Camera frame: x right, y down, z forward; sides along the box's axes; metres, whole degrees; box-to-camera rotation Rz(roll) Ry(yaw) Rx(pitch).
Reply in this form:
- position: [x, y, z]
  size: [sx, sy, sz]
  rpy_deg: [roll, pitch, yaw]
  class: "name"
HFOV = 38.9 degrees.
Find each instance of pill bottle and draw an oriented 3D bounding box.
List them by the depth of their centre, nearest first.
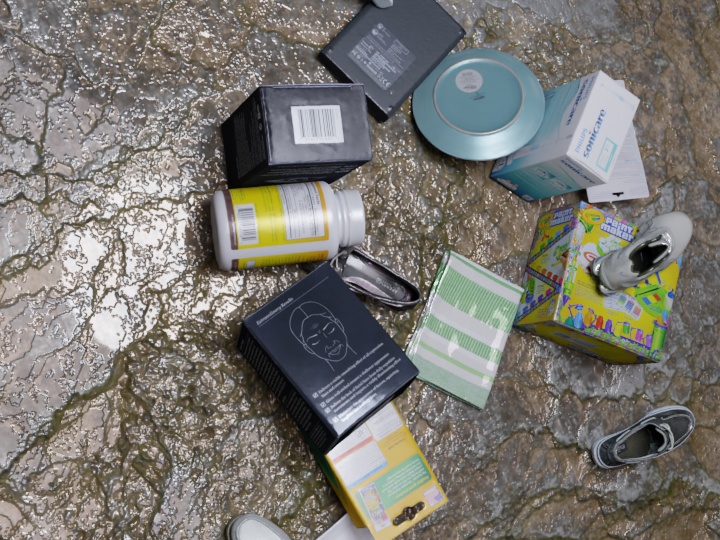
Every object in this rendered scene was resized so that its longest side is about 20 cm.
- position: [-0.099, -0.063, 1.384]
  size: [0.200, 0.109, 0.109]
  rpy_deg: [-6, 86, -12]
  class: "pill bottle"

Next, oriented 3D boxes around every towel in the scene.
- position: [0.157, 0.088, 1.535]
  size: [0.152, 0.023, 0.200]
  rpy_deg: [27, 74, -18]
  class: "towel"

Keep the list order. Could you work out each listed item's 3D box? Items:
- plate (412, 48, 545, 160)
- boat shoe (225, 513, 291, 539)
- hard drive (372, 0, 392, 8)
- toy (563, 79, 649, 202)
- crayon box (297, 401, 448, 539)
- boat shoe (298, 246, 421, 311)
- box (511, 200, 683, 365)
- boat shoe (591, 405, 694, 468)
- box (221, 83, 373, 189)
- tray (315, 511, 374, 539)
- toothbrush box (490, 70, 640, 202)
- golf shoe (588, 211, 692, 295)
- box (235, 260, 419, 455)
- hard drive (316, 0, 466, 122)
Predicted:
- position: [0.177, -0.257, 1.532]
  size: [0.200, 0.026, 0.200]
  rpy_deg: [-2, 67, 4]
  class: "plate"
- position: [-0.098, 0.404, 1.367]
  size: [0.075, 0.068, 0.200]
  rpy_deg: [-45, 101, -21]
  class: "boat shoe"
- position: [0.013, -0.503, 1.484]
  size: [0.132, 0.026, 0.200]
  rpy_deg: [35, 52, -60]
  class: "hard drive"
- position: [0.390, -0.207, 1.655]
  size: [0.115, 0.047, 0.200]
  rpy_deg: [-7, 83, -20]
  class: "toy"
- position: [0.017, 0.268, 1.426]
  size: [0.126, 0.052, 0.200]
  rpy_deg: [-28, 85, -23]
  class: "crayon box"
- position: [0.000, 0.000, 1.462]
  size: [0.200, 0.057, 0.067]
  rpy_deg: [27, 74, -18]
  class: "boat shoe"
- position: [0.369, 0.024, 1.576]
  size: [0.200, 0.122, 0.193]
  rpy_deg: [22, 76, -19]
  class: "box"
- position: [0.462, 0.269, 1.613]
  size: [0.200, 0.071, 0.072]
  rpy_deg: [-20, 91, -24]
  class: "boat shoe"
- position: [-0.090, -0.173, 1.368]
  size: [0.148, 0.200, 0.105]
  rpy_deg: [-5, 86, -24]
  class: "box"
- position: [0.011, 0.438, 1.434]
  size: [0.107, 0.022, 0.200]
  rpy_deg: [-37, 98, -21]
  class: "tray"
- position: [0.304, -0.197, 1.532]
  size: [0.085, 0.200, 0.147]
  rpy_deg: [30, 72, -19]
  class: "toothbrush box"
- position: [0.435, -0.029, 1.494]
  size: [0.200, 0.097, 0.078]
  rpy_deg: [-34, 94, -25]
  class: "golf shoe"
- position: [-0.047, 0.118, 1.370]
  size: [0.148, 0.107, 0.200]
  rpy_deg: [-35, 79, -23]
  class: "box"
- position: [0.050, -0.339, 1.530]
  size: [0.140, 0.033, 0.200]
  rpy_deg: [43, 70, -6]
  class: "hard drive"
